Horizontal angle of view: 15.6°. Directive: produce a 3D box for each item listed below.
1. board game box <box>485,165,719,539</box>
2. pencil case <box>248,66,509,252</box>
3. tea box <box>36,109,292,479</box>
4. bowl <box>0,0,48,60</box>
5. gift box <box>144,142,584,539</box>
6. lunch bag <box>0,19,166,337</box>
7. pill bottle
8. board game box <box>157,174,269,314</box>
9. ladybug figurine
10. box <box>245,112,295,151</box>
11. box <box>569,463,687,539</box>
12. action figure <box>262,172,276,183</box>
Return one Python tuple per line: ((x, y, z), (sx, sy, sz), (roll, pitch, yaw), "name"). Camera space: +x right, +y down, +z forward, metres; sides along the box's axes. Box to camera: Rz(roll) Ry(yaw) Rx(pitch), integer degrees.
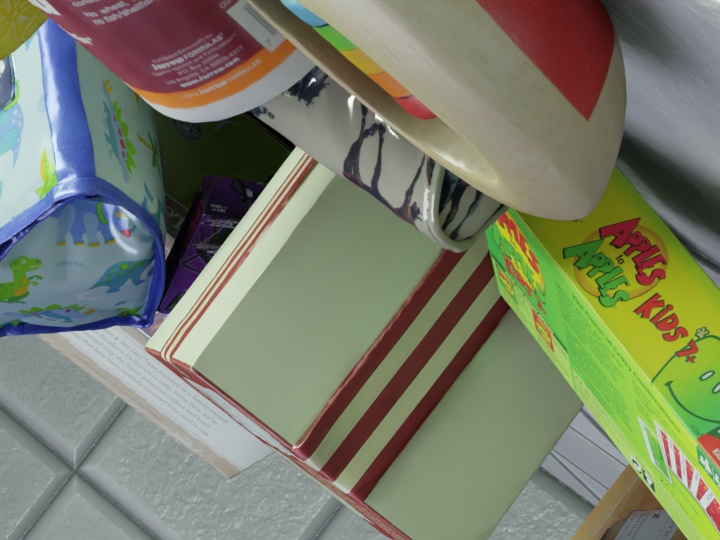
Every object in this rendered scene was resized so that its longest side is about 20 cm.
((0.118, 0.034, 1.061), (0.200, 0.047, 0.102), (54, 168, 37), "board game box")
((-0.008, -0.093, 1.070), (0.200, 0.090, 0.078), (37, -164, 33), "pencil case")
((-0.092, -0.021, 1.601), (0.200, 0.133, 0.197), (40, -142, -23), "tea box")
((-0.148, -0.171, 1.052), (0.107, 0.201, 0.200), (-5, 178, -3), "bowl")
((0.014, 0.009, 1.243), (0.184, 0.187, 0.200), (39, 175, -16), "gift box")
((-0.161, -0.075, 1.361), (0.200, 0.127, 0.171), (116, 145, -65), "lunch bag")
((-0.095, -0.150, 0.934), (0.200, 0.114, 0.114), (41, 175, -42), "pill bottle")
((0.000, 0.000, 1.406), (0.199, 0.032, 0.120), (7, 156, -13), "board game box")
((0.017, -0.095, 0.867), (0.200, 0.072, 0.136), (40, 175, -29), "ladybug figurine")
((-0.046, -0.110, 1.446), (0.160, 0.049, 0.200), (40, 176, -6), "box")
((0.204, 0.140, 1.300), (0.106, 0.152, 0.200), (39, 175, -15), "box")
((0.019, -0.016, 1.491), (0.199, 0.055, 0.118), (7, 179, -30), "action figure")
